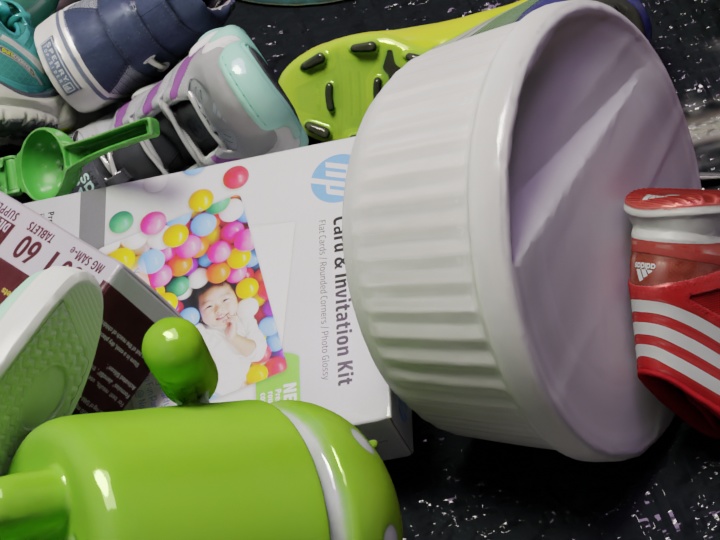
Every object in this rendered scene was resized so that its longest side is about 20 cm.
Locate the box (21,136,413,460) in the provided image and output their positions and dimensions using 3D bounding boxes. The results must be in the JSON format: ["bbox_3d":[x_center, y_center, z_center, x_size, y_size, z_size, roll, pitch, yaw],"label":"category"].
[{"bbox_3d":[-0.077,0.027,1.324,0.199,0.041,0.156,-10,57,13],"label":"box"}]

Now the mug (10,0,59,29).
[{"bbox_3d":[-0.243,-0.148,1.560,0.152,0.115,0.185,-31,13,40],"label":"mug"}]

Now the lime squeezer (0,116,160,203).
[{"bbox_3d":[-0.179,-0.044,1.370,0.199,0.038,0.071,-9,10,16],"label":"lime squeezer"}]

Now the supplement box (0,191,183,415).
[{"bbox_3d":[-0.182,0.070,1.274,0.109,0.061,0.200,28,80,39],"label":"supplement box"}]

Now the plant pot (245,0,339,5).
[{"bbox_3d":[-0.033,-0.289,1.636,0.199,0.197,0.201,-9,37,7],"label":"plant pot"}]

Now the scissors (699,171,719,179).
[{"bbox_3d":[0.083,-0.047,1.414,0.199,0.014,0.073,1,-5,14],"label":"scissors"}]

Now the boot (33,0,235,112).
[{"bbox_3d":[-0.101,-0.134,1.505,0.090,0.073,0.200,-28,9,13],"label":"boot"}]

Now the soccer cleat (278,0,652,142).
[{"bbox_3d":[0.056,-0.106,1.503,0.199,0.065,0.084,-12,8,9],"label":"soccer cleat"}]

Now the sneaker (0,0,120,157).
[{"bbox_3d":[-0.176,-0.102,1.481,0.077,0.080,0.200,-14,-2,7],"label":"sneaker"}]

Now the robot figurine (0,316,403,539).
[{"bbox_3d":[-0.070,0.114,1.177,0.199,0.116,0.176,-3,70,-30],"label":"robot figurine"}]

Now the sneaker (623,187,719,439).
[{"bbox_3d":[0.197,0.022,1.289,0.199,0.116,0.078,2,5,-29],"label":"sneaker"}]

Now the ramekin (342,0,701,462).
[{"bbox_3d":[0.071,-0.016,1.267,0.094,0.203,0.203,-4,37,32],"label":"ramekin"}]

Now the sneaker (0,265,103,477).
[{"bbox_3d":[-0.202,0.061,1.198,0.118,0.074,0.201,34,85,28],"label":"sneaker"}]

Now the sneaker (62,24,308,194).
[{"bbox_3d":[-0.108,-0.050,1.414,0.140,0.078,0.200,-33,0,-13],"label":"sneaker"}]
